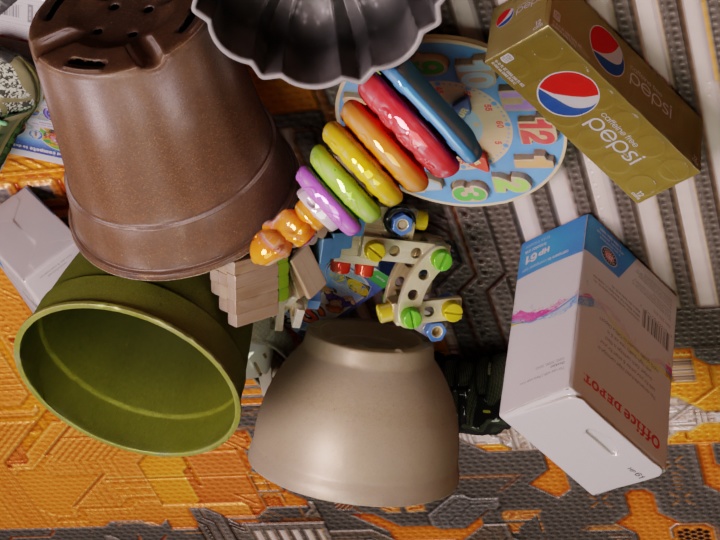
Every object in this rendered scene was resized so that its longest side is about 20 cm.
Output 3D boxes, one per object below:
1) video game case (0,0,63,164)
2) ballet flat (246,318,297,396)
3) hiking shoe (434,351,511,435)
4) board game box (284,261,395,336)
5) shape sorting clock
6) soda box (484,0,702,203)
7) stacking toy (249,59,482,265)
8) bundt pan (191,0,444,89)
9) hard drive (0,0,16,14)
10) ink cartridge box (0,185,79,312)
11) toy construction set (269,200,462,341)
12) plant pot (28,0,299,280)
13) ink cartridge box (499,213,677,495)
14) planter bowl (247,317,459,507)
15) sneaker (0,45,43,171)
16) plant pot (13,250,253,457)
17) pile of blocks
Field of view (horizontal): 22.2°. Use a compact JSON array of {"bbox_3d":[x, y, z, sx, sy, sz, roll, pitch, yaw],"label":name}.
[{"bbox_3d":[-0.277,-0.168,1.594,0.143,0.018,0.200,12,140,-2],"label":"video game case"},{"bbox_3d":[-0.092,0.086,1.780,0.067,0.062,0.200,-10,153,22],"label":"ballet flat"},{"bbox_3d":[0.089,0.118,1.805,0.101,0.076,0.200,32,137,-29],"label":"hiking shoe"},{"bbox_3d":[-0.083,-0.022,1.710,0.200,0.034,0.135,32,136,-23],"label":"board game box"},{"bbox_3d":[0.076,-0.121,1.551,0.200,0.039,0.200,6,140,5],"label":"shape sorting clock"},{"bbox_3d":[0.191,-0.144,1.479,0.068,0.064,0.200,-27,128,36],"label":"soda box"},{"bbox_3d":[-0.010,-0.072,1.462,0.200,0.116,0.110,-43,109,3],"label":"stacking toy"},{"bbox_3d":[-0.031,-0.240,1.376,0.202,0.076,0.202,-1,124,-2],"label":"bundt pan"},{"bbox_3d":[-0.223,-0.275,1.358,0.038,0.140,0.200,37,135,-27],"label":"hard drive"},{"bbox_3d":[-0.275,0.028,1.745,0.068,0.115,0.200,-38,136,-12],"label":"ink cartridge box"},{"bbox_3d":[0.000,0.000,1.638,0.200,0.092,0.131,1,108,-30],"label":"toy construction set"},{"bbox_3d":[-0.165,-0.130,1.478,0.200,0.200,0.198,0,136,14],"label":"plant pot"},{"bbox_3d":[0.205,0.076,1.630,0.085,0.200,0.145,-25,129,35],"label":"ink cartridge box"},{"bbox_3d":[0.001,0.122,1.711,0.200,0.200,0.135,8,103,4],"label":"planter bowl"},{"bbox_3d":[-0.328,-0.113,1.586,0.077,0.089,0.200,20,139,-11],"label":"sneaker"},{"bbox_3d":[-0.173,0.026,1.602,0.200,0.193,0.201,10,139,9],"label":"plant pot"},{"bbox_3d":[-0.056,-0.031,1.556,0.062,0.200,0.082,23,146,44],"label":"pile of blocks"}]
